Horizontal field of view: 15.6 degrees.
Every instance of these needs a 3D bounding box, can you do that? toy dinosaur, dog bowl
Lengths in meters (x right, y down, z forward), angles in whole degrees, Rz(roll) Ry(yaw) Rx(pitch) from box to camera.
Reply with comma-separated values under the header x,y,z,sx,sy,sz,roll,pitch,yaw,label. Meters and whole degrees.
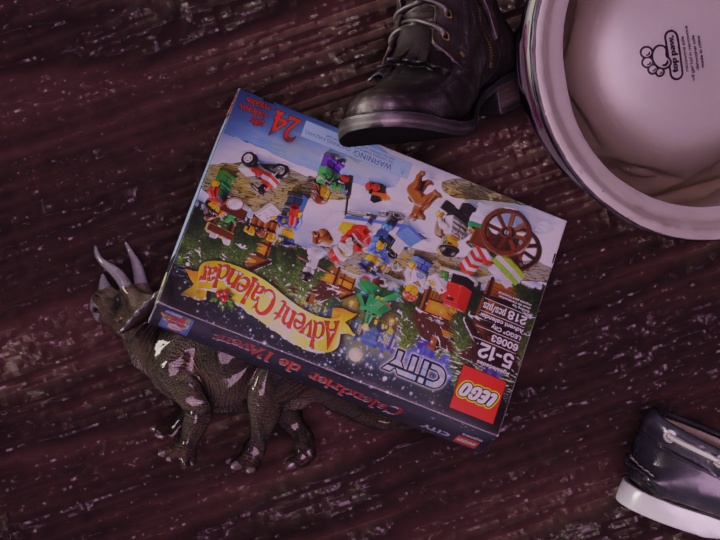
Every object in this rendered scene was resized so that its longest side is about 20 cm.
x,y,z,sx,sy,sz,roll,pitch,yaw,label
-0.063,0.057,1.462,0.200,0.077,0.102,12,100,1,toy dinosaur
0.173,-0.116,1.433,0.200,0.074,0.200,-1,92,-18,dog bowl

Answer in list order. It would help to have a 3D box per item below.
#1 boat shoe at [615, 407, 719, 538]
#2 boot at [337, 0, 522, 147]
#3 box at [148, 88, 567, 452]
x,y,z,sx,sy,sz,roll,pitch,yaw,label
0.246,0.131,1.471,0.200,0.076,0.060,16,99,-2,boat shoe
0.030,-0.161,1.403,0.069,0.200,0.174,-4,101,24,boot
0.000,0.000,1.445,0.200,0.038,0.137,21,67,-6,box
